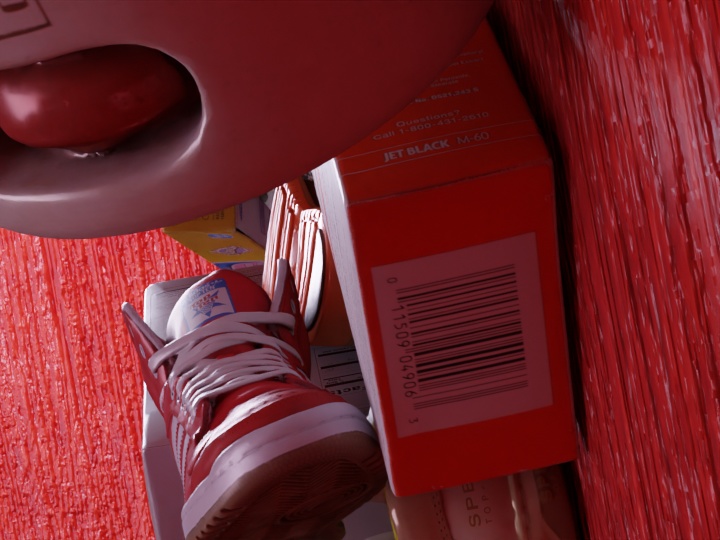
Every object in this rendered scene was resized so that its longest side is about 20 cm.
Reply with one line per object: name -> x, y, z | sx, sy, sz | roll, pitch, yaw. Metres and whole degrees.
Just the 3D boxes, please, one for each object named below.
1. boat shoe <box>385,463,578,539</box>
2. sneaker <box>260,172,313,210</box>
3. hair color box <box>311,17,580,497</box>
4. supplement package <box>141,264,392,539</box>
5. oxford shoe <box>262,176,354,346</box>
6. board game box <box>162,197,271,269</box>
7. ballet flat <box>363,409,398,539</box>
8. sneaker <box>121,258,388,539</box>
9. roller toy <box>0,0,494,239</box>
boat shoe -> 0.042, 0.132, 0.697 | 0.071, 0.064, 0.200 | -104, 5, -49
sneaker -> -0.008, -0.107, 1.033 | 0.089, 0.077, 0.200 | 27, 132, 45
hair color box -> 0.017, -0.035, 0.645 | 0.200, 0.064, 0.111 | -107, 6, -55
supplement package -> -0.015, 0.114, 0.916 | 0.200, 0.147, 0.191 | -108, 8, -71
oxford shoe -> 0.000, 0.000, 0.849 | 0.200, 0.073, 0.071 | -136, 52, -75
board game box -> -0.072, -0.081, 1.131 | 0.200, 0.040, 0.153 | 46, -138, -79
ballet flat -> 0.025, 0.098, 0.772 | 0.067, 0.067, 0.200 | -46, -49, -55
sneaker -> -0.041, 0.041, 0.697 | 0.200, 0.071, 0.113 | 113, 142, -73
roller toy -> -0.062, -0.111, 0.526 | 0.200, 0.182, 0.140 | 40, 161, 54
